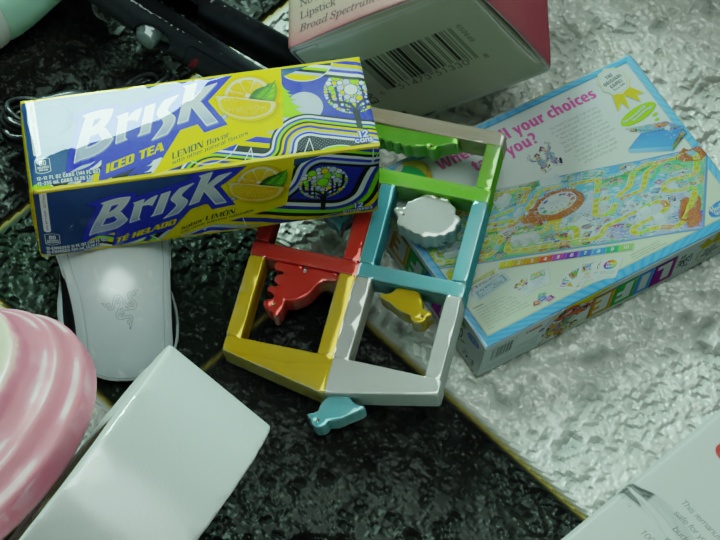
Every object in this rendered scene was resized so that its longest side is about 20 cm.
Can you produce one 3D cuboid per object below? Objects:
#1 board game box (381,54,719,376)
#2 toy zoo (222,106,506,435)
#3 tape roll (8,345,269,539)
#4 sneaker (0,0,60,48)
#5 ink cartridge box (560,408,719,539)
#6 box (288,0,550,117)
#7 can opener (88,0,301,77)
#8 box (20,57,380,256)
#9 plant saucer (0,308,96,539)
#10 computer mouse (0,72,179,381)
[{"bbox_3d":[0.117,-0.036,1.736,0.199,0.034,0.135,-25,66,-22],"label":"board game box"},{"bbox_3d":[0.000,0.000,1.674,0.130,0.020,0.201,12,68,11],"label":"toy zoo"},{"bbox_3d":[-0.134,0.137,1.486,0.071,0.202,0.203,38,59,-4],"label":"tape roll"},{"bbox_3d":[-0.240,-0.240,1.774,0.118,0.074,0.201,-35,83,-20],"label":"sneaker"},{"bbox_3d":[0.178,0.190,1.576,0.200,0.085,0.146,-36,70,-24],"label":"ink cartridge box"},{"bbox_3d":[0.034,-0.207,1.754,0.127,0.109,0.201,-19,54,27],"label":"box"},{"bbox_3d":[-0.093,-0.145,1.739,0.200,0.079,0.064,38,66,-12],"label":"can opener"},{"bbox_3d":[-0.091,-0.065,1.646,0.198,0.064,0.070,-8,55,-6],"label":"box"},{"bbox_3d":[-0.235,0.088,1.524,0.199,0.051,0.201,-23,33,16],"label":"plant saucer"},{"bbox_3d":[-0.145,-0.030,1.684,0.109,0.044,0.201,-6,60,-14],"label":"computer mouse"}]
